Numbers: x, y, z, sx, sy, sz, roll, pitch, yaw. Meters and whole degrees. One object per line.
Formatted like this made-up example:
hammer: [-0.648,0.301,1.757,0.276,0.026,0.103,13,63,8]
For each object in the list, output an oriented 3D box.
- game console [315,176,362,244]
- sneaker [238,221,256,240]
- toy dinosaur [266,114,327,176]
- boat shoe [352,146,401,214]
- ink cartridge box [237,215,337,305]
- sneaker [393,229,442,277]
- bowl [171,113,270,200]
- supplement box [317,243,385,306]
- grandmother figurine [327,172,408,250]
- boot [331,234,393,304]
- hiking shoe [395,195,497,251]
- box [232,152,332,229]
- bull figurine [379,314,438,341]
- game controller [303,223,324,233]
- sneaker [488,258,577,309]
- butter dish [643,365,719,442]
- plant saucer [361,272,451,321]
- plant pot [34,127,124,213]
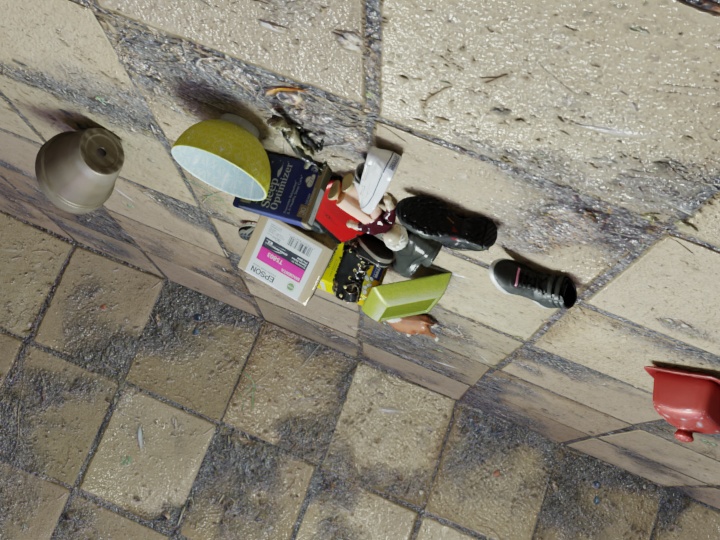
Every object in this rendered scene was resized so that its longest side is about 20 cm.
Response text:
game console: [-0.073,-0.156,1.685,0.169,0.121,0.200,-21,147,22]
sneaker: [-0.257,-0.068,2.148,0.196,0.089,0.074,17,165,25]
toy dinosaur: [-0.101,-0.220,1.441,0.087,0.048,0.200,33,171,26]
boat shoe: [0.020,-0.166,1.418,0.064,0.075,0.200,27,156,-3]
ink cartridge box: [-0.174,-0.039,1.917,0.197,0.167,0.075,28,-159,0]
sneaker: [0.106,-0.048,1.719,0.090,0.077,0.200,34,157,-8]
bowl: [-0.247,-0.228,1.508,0.196,0.110,0.201,21,166,6]
supplement box: [-0.040,0.002,2.019,0.196,0.111,0.110,21,166,6]
grandmother figurine: [0.021,-0.106,1.584,0.120,0.062,0.199,-16,136,44]
boot: [0.000,0.000,1.760,0.072,0.154,0.200,8,-164,-30]
hiking shoe: [0.155,-0.074,1.502,0.196,0.077,0.101,21,163,5]
box: [-0.163,-0.164,1.578,0.196,0.124,0.032,15,169,27]
bull figurine: [0.147,0.159,2.393,0.197,0.067,0.120,11,166,46]
game controller: [-0.157,-0.143,1.806,0.198,0.043,0.103,32,167,-34]
sneaker: [0.349,0.023,1.579,0.197,0.072,0.098,24,165,-28]
butter dish: [0.761,0.321,1.841,0.198,0.151,0.197,32,164,-36]
plant saucer: [0.111,0.072,1.923,0.195,0.049,0.200,-9,164,-11]
plant pot: [-0.663,-0.261,1.939,0.198,0.204,0.172,31,146,-32]
